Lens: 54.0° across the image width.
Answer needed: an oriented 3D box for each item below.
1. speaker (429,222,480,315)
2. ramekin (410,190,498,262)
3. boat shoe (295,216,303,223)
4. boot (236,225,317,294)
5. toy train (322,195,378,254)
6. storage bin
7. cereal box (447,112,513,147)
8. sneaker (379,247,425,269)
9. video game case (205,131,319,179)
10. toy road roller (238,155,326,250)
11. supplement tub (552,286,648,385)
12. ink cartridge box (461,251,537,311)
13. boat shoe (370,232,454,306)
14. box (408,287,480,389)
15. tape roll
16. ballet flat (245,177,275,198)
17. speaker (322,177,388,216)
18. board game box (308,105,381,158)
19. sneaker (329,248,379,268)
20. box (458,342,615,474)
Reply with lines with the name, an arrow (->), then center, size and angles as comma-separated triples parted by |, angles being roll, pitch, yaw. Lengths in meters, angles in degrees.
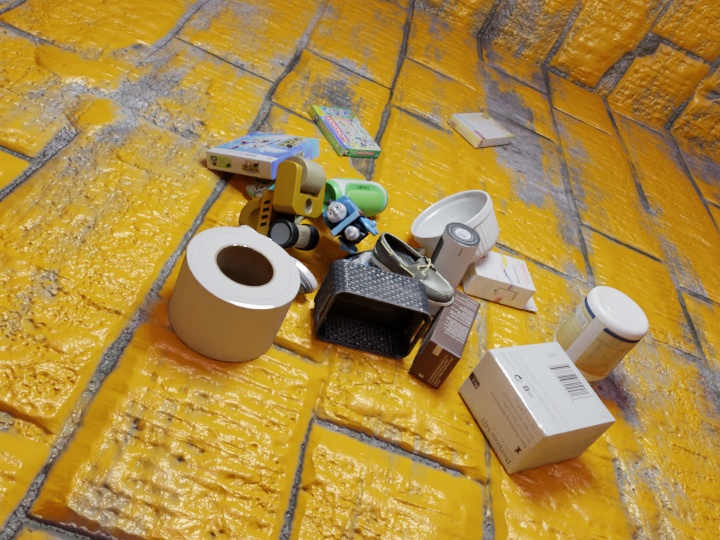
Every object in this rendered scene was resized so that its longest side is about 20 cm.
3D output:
speaker -> 0.181, 0.000, 1.501 | 0.081, 0.200, 0.081 | 14, 38, -11
ramekin -> 0.228, -0.092, 1.655 | 0.105, 0.200, 0.200 | 61, 28, -24
boat shoe -> -0.137, -0.160, 1.594 | 0.072, 0.066, 0.201 | 29, 35, 3
boot -> -0.187, 0.002, 1.377 | 0.200, 0.073, 0.090 | 35, 55, 6
toy train -> -0.026, -0.098, 1.465 | 0.114, 0.087, 0.200 | 49, 6, 0
storage bin -> 0.020, 0.076, 1.353 | 0.199, 0.135, 0.094 | 16, 38, -17
cereal box -> 0.402, -0.471, 2.358 | 0.200, 0.040, 0.144 | -15, 54, -43
sneaker -> 0.092, 0.008, 1.556 | 0.070, 0.076, 0.200 | -5, 16, 31
video game case -> -0.222, -0.270, 1.626 | 0.181, 0.046, 0.200 | 14, 30, 25
toy road roller -> -0.164, -0.134, 1.445 | 0.146, 0.201, 0.123 | 12, 3, 24
supplement tub -> 0.511, 0.149, 1.540 | 0.144, 0.200, 0.145 | 18, 37, -15
ink cartridge box -> 0.342, 0.020, 1.697 | 0.199, 0.068, 0.117 | 15, 37, -17
boat shoe -> 0.109, -0.003, 1.434 | 0.202, 0.060, 0.072 | 36, 42, 19
box -> 0.172, 0.132, 1.419 | 0.075, 0.100, 0.200 | 32, 36, 4
tape roll -> -0.221, 0.040, 1.234 | 0.202, 0.139, 0.203 | 18, 38, -14
ballet flat -> -0.194, -0.215, 1.629 | 0.075, 0.068, 0.200 | 30, 38, 17
speaker -> -0.021, -0.168, 1.643 | 0.088, 0.089, 0.200 | 48, 29, 24
board game box -> -0.044, -0.387, 1.965 | 0.134, 0.029, 0.200 | -3, 47, -37
sneaker -> 0.000, 0.000, 1.504 | 0.200, 0.076, 0.077 | -25, 98, -58
box -> 0.333, 0.257, 1.350 | 0.199, 0.131, 0.199 | -2, 46, -34
